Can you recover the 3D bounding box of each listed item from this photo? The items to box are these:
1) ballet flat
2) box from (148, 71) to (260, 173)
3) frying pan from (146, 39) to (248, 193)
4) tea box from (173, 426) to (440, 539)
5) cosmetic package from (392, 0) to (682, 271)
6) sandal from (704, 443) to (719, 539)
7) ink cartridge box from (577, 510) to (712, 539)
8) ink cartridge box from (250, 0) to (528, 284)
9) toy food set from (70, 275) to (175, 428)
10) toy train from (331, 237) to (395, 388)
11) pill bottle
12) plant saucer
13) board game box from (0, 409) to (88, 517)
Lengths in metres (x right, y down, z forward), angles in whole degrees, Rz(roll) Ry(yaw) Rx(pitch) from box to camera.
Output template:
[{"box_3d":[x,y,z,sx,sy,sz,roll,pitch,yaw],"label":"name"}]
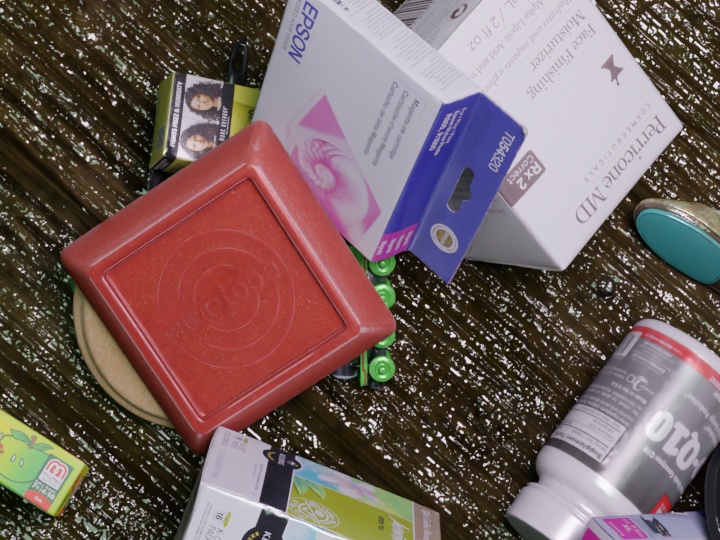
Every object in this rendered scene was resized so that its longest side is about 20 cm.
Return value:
[{"box_3d":[0.324,-0.011,1.436,0.199,0.071,0.071,35,78,0],"label":"ballet flat"},{"box_3d":[-0.071,-0.104,1.376,0.198,0.050,0.076,12,77,-22],"label":"box"},{"box_3d":[-0.131,-0.092,1.395,0.114,0.031,0.192,-10,79,-18],"label":"frying pan"},{"box_3d":[-0.059,0.260,1.272,0.195,0.134,0.202,20,102,-4],"label":"tea box"},{"box_3d":[0.113,-0.131,1.338,0.165,0.165,0.200,-48,111,-15],"label":"cosmetic package"},{"box_3d":[0.326,0.159,1.355,0.076,0.048,0.201,60,38,-14],"label":"sandal"},{"box_3d":[0.225,0.249,1.326,0.199,0.042,0.120,7,117,-43],"label":"ink cartridge box"},{"box_3d":[0.011,-0.098,1.242,0.200,0.197,0.043,42,54,14],"label":"ink cartridge box"},{"box_3d":[-0.134,0.029,1.346,0.198,0.049,0.200,-26,101,6],"label":"toy food set"},{"box_3d":[0.000,0.000,1.368,0.056,0.042,0.203,-1,103,-6],"label":"toy train"},{"box_3d":[0.216,0.150,1.366,0.114,0.114,0.201,39,79,0],"label":"pill bottle"},{"box_3d":[-0.104,0.020,1.299,0.198,0.037,0.201,-32,101,8],"label":"plant saucer"},{"box_3d":[-0.310,0.120,1.307,0.199,0.102,0.048,33,79,-2],"label":"board game box"}]
